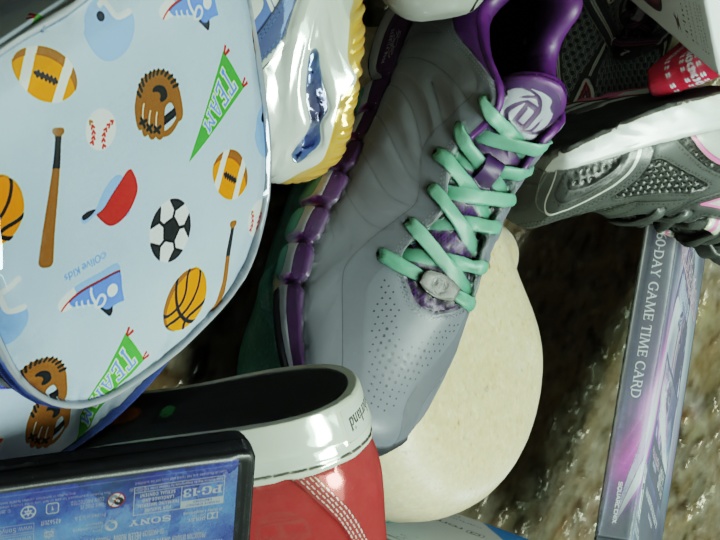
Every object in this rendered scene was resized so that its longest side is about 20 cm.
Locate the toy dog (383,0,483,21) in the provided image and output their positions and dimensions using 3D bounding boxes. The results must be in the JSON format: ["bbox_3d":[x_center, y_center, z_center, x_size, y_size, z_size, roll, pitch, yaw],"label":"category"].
[{"bbox_3d":[0.058,-0.193,0.935,0.096,0.132,0.200,4,112,-5],"label":"toy dog"}]

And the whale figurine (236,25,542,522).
[{"bbox_3d":[0.000,0.000,1.034,0.159,0.104,0.200,-14,96,-54],"label":"whale figurine"}]

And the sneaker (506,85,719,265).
[{"bbox_3d":[0.150,-0.036,1.064,0.200,0.080,0.086,-13,98,-25],"label":"sneaker"}]

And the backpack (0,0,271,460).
[{"bbox_3d":[-0.116,-0.033,0.826,0.200,0.154,0.191,-36,137,-32],"label":"backpack"}]

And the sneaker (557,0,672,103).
[{"bbox_3d":[0.119,-0.139,1.092,0.081,0.075,0.200,-13,120,-45],"label":"sneaker"}]

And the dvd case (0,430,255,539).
[{"bbox_3d":[-0.108,0.145,0.838,0.143,0.018,0.200,-7,122,-20],"label":"dvd case"}]

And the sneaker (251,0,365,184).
[{"bbox_3d":[-0.041,-0.133,0.917,0.088,0.075,0.200,6,89,-16],"label":"sneaker"}]

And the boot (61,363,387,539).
[{"bbox_3d":[-0.082,0.115,0.901,0.072,0.200,0.144,-55,137,-64],"label":"boot"}]

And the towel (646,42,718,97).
[{"bbox_3d":[0.222,-0.115,1.042,0.023,0.200,0.145,69,22,-7],"label":"towel"}]

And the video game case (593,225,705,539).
[{"bbox_3d":[0.131,0.039,1.151,0.143,0.019,0.200,62,38,-70],"label":"video game case"}]

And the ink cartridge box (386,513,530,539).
[{"bbox_3d":[0.021,0.152,1.019,0.200,0.146,0.084,-21,130,-79],"label":"ink cartridge box"}]

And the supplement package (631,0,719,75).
[{"bbox_3d":[0.153,-0.150,0.949,0.109,0.200,0.114,-13,103,-1],"label":"supplement package"}]

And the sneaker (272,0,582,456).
[{"bbox_3d":[0.029,-0.032,0.937,0.074,0.088,0.200,27,62,-26],"label":"sneaker"}]
